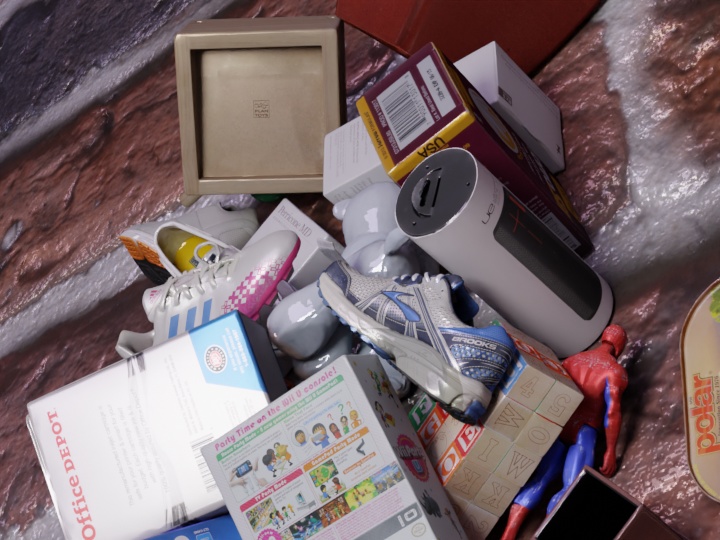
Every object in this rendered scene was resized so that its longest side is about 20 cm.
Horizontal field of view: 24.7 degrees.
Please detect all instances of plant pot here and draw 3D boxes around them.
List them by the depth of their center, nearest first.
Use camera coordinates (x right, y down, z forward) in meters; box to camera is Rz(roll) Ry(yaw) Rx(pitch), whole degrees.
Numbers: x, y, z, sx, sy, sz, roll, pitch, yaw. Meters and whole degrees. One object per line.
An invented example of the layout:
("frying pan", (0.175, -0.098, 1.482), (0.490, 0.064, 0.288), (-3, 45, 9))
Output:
("plant pot", (0.092, -0.276, 1.566), (0.177, 0.199, 0.200), (-60, 37, 6))

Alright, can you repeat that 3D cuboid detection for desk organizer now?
("desk organizer", (0.141, 0.245, 1.160), (0.200, 0.077, 0.072), (-53, 37, -3))

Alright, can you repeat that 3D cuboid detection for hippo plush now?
("hippo plush", (0.000, 0.000, 1.433), (0.158, 0.201, 0.161), (-12, 39, 11))

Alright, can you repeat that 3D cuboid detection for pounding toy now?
("pounding toy", (-0.105, -0.147, 1.632), (0.182, 0.202, 0.142), (-1, 16, 4))

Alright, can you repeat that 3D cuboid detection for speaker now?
("speaker", (0.114, -0.012, 1.299), (0.081, 0.200, 0.082), (-26, 44, 28))

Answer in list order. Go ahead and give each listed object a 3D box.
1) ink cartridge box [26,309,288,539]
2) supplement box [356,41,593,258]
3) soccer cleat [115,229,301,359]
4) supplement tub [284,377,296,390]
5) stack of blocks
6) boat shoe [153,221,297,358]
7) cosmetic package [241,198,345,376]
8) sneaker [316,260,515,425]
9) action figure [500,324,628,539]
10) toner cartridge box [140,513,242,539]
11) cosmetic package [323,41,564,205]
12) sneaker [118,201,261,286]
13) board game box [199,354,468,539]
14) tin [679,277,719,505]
("ink cartridge box", (-0.155, 0.143, 1.353), (0.199, 0.084, 0.147), (-24, 74, 9))
("supplement box", (0.097, -0.079, 1.373), (0.085, 0.200, 0.111), (-37, 39, 14))
("soccer cleat", (-0.136, 0.027, 1.422), (0.200, 0.086, 0.070), (-47, 14, 22))
("supplement tub", (-0.125, 0.178, 1.452), (0.201, 0.122, 0.122), (-55, 37, -8))
("stack of blocks", (0.079, 0.140, 1.275), (0.201, 0.058, 0.115), (-56, 23, 13))
("boat shoe", (-0.125, 0.007, 1.502), (0.075, 0.086, 0.202), (-51, 50, 0))
("cosmetic package", (-0.094, 0.042, 1.577), (0.200, 0.071, 0.101), (-50, 37, 0))
("sneaker", (0.047, 0.037, 1.261), (0.085, 0.077, 0.200), (-50, 49, -3))
("action figure", (0.162, 0.134, 1.253), (0.065, 0.052, 0.201), (11, 74, 44))
("toner cartridge box", (-0.129, 0.240, 1.331), (0.043, 0.199, 0.095), (62, 143, 21))
("cosmetic package", (0.074, -0.108, 1.497), (0.199, 0.113, 0.082), (-26, 43, 26))
("sneaker", (-0.173, -0.031, 1.733), (0.199, 0.076, 0.092), (8, 48, 48))
("board game box", (-0.011, 0.184, 1.216), (0.147, 0.064, 0.201), (-33, 74, 22))
("tin", (0.287, 0.086, 1.178), (0.111, 0.042, 0.201), (-19, 47, 29))
